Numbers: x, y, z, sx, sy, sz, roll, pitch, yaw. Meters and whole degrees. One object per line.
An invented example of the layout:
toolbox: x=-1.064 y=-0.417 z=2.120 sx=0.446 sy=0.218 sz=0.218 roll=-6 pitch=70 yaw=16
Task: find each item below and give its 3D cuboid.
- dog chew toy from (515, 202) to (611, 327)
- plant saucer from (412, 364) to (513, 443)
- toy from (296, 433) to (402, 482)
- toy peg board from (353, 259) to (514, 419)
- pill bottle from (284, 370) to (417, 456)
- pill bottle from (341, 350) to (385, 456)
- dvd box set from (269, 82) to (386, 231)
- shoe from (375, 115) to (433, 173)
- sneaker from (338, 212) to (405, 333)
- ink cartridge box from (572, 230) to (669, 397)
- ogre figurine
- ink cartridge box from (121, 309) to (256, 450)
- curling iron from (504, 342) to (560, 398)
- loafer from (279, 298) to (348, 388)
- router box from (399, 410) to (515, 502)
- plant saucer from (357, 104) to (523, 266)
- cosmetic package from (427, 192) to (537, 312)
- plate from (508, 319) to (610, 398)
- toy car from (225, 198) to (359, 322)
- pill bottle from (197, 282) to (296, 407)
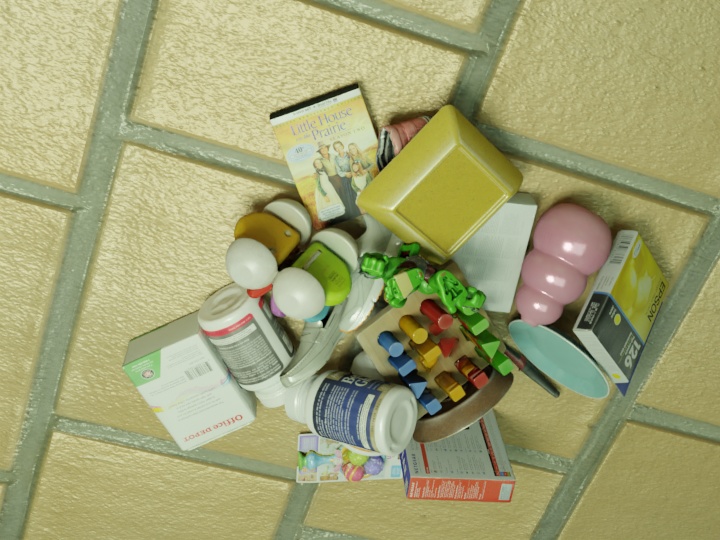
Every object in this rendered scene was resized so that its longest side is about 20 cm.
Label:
dog chew toy: x=0.312 y=-0.004 z=1.546 sx=0.124 sy=0.125 sz=0.201 roll=28 pitch=91 yaw=-19
plant saucer: x=0.164 y=0.216 z=1.638 sx=0.200 sy=0.200 sz=0.035 roll=-32 pitch=100 yaw=12
toy: x=-0.015 y=0.349 z=1.770 sx=0.199 sy=0.047 sz=0.116 roll=1 pitch=120 yaw=-6
toy peg board: x=0.130 y=0.127 z=1.547 sx=0.199 sy=0.098 sz=0.200 roll=-37 pitch=117 yaw=-7
pill bottle: x=-0.019 y=0.221 z=1.559 sx=0.199 sy=0.111 sz=0.111 roll=9 pitch=125 yaw=32
pill bottle: x=0.030 y=0.207 z=1.660 sx=0.112 sy=0.112 sz=0.201 roll=10 pitch=118 yaw=-11
dvd box set: x=-0.037 y=-0.171 z=1.494 sx=0.146 sy=0.029 sz=0.201 roll=-18 pitch=119 yaw=4
shoe: x=0.072 y=-0.133 z=1.488 sx=0.091 sy=0.071 sz=0.201 roll=-15 pitch=117 yaw=-28
sneaker: x=0.000 y=0.000 z=1.555 sx=0.092 sy=0.076 sz=0.201 roll=26 pitch=87 yaw=-1
ink cartridge box: x=0.438 y=0.074 z=1.583 sx=0.200 sy=0.047 sz=0.198 roll=46 pitch=62 yaw=-34
ogre figurine: x=0.078 y=0.011 z=1.447 sx=0.199 sy=0.120 sz=0.099 roll=-4 pitch=102 yaw=-20
ink cartridge box: x=-0.281 y=0.186 z=1.633 sx=0.145 sy=0.088 sz=0.200 roll=-24 pitch=117 yaw=9
curling iron: x=0.278 y=0.171 z=1.712 sx=0.200 sy=0.026 sz=0.050 roll=34 pitch=73 yaw=-25
loafer: x=-0.069 y=0.104 z=1.580 sx=0.070 sy=0.070 sz=0.200 roll=47 pitch=64 yaw=-16
router box: x=0.158 y=0.311 z=1.682 sx=0.179 sy=0.200 sz=0.049 roll=4 pitch=118 yaw=-6
plant saucer: x=0.129 y=-0.112 z=1.450 sx=0.200 sy=0.048 sz=0.200 roll=-46 pitch=126 yaw=10
cosmetic package: x=0.187 y=-0.033 z=1.580 sx=0.150 sy=0.052 sz=0.201 roll=5 pitch=118 yaw=-11
plate: x=0.335 y=0.141 z=1.628 sx=0.026 sy=0.200 sz=0.200 roll=-49 pitch=116 yaw=-15
toy car: x=-0.111 y=0.003 z=1.485 sx=0.200 sy=0.175 sz=0.150 roll=31 pitch=132 yaw=6
pill bottle: x=-0.173 y=0.125 z=1.596 sx=0.110 sy=0.111 sz=0.200 roll=-24 pitch=118 yaw=8
